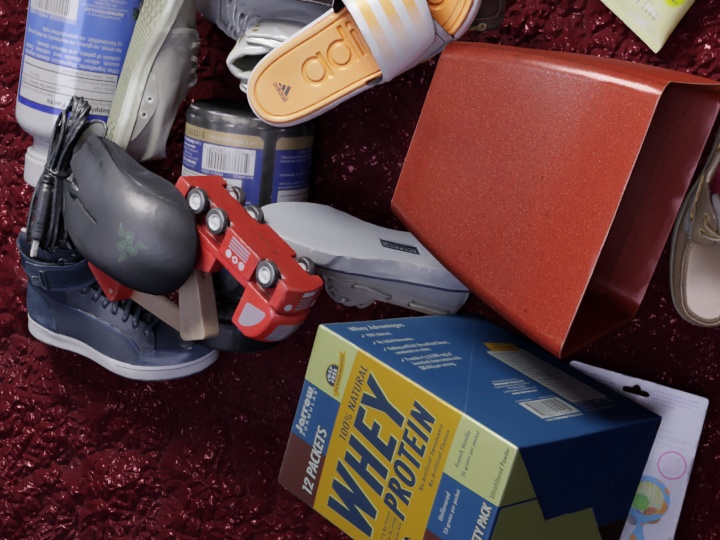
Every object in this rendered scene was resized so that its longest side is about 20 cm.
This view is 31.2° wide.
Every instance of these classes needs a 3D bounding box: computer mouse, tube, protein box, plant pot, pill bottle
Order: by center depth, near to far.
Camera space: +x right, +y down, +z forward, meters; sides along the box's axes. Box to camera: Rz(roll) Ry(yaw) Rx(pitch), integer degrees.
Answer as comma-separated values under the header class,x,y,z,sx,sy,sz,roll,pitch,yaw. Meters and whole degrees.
class,x,y,z,sx,sy,sz,roll,pitch,yaw
tube,0.263,-0.263,0.965,0.200,0.051,0.058,-48,42,26
plant pot,0.140,-0.076,0.973,0.175,0.199,0.202,26,108,22
protein box,0.083,0.137,0.992,0.199,0.197,0.137,29,110,38
computer mouse,-0.206,-0.045,1.023,0.199,0.052,0.140,31,110,36
pill bottle,-0.101,-0.039,1.104,0.110,0.112,0.203,11,103,18
pill bottle,-0.242,-0.172,1.132,0.111,0.112,0.203,15,106,17

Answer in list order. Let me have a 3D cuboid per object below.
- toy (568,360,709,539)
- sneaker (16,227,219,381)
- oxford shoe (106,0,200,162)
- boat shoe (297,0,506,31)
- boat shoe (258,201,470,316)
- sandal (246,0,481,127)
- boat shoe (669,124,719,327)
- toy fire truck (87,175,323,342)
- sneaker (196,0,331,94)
class,x,y,z,sx,sy,sz,roll,pitch,yaw
toy,0.208,0.183,1.067,0.114,0.047,0.203,15,99,16
sneaker,-0.221,0.012,1.158,0.200,0.077,0.148,14,125,18
oxford shoe,-0.158,-0.179,1.061,0.057,0.075,0.202,13,113,-21
boat shoe,0.016,-0.219,1.001,0.197,0.072,0.060,5,132,15
boat shoe,0.000,0.000,1.065,0.197,0.071,0.070,11,122,-21
sandal,0.001,-0.166,0.941,0.205,0.059,0.080,-34,97,17
boat shoe,0.283,-0.048,0.982,0.073,0.069,0.203,15,105,10
toy fire truck,-0.126,0.004,1.026,0.200,0.048,0.142,44,121,27
sneaker,-0.087,-0.200,1.044,0.198,0.115,0.075,25,127,22
